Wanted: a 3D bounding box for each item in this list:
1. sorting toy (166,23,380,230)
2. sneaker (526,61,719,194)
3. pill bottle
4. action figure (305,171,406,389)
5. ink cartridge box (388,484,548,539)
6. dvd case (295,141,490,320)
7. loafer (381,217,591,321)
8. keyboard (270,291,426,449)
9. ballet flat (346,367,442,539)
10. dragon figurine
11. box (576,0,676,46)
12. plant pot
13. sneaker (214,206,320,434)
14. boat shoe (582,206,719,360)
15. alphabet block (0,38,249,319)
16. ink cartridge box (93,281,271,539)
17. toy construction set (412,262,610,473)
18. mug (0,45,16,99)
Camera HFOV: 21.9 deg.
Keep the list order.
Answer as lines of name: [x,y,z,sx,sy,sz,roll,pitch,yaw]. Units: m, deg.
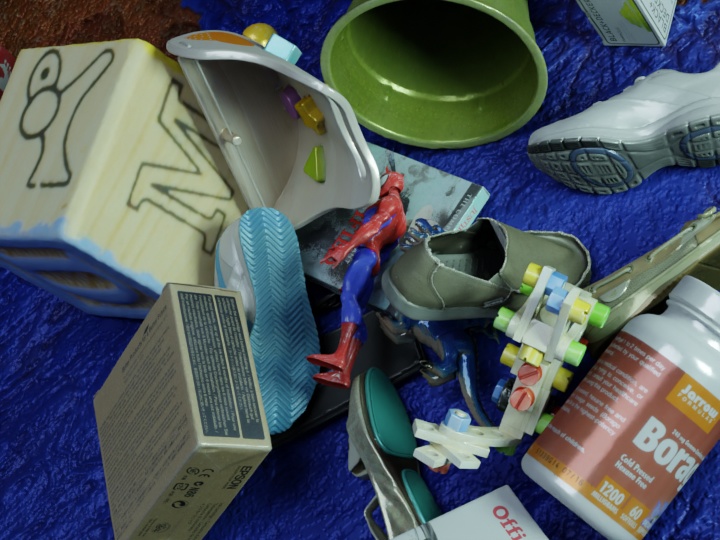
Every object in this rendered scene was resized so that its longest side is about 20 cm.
sorting toy: [-0.053,-0.126,1.633,0.107,0.200,0.180,-36,31,-20]
sneaker: [0.240,-0.124,1.590,0.200,0.075,0.087,-9,50,19]
pill bottle: [0.225,0.108,1.446,0.112,0.112,0.200,37,88,38]
action figure: [0.000,0.000,1.612,0.052,0.065,0.200,14,65,19]
ink cartridge box: [0.065,0.274,1.420,0.200,0.084,0.145,-23,51,-18]
dvd case: [0.002,-0.046,1.698,0.200,0.022,0.146,25,74,37]
loafer: [0.115,-0.002,1.526,0.075,0.200,0.070,62,142,28]
keyboard: [-0.041,0.081,1.675,0.200,0.021,0.127,-28,57,15]
ballet flat: [0.020,0.174,1.564,0.062,0.067,0.200,-37,54,23]
dragon figurine: [0.082,0.045,1.573,0.099,0.059,0.200,-39,68,-7]
box: [0.246,-0.310,1.640,0.060,0.117,0.200,6,69,30]
plant pot: [0.077,-0.245,1.680,0.200,0.200,0.190,-10,49,26]
sneaker: [-0.088,0.049,1.665,0.081,0.076,0.200,-29,62,60]
boat shoe: [0.256,-0.007,1.512,0.201,0.073,0.063,-41,57,16]
alphabet block: [-0.229,-0.081,1.736,0.195,0.196,0.200,4,68,43]
ink cartridge box: [-0.159,0.133,1.625,0.200,0.075,0.165,-53,41,46]
toy construction set: [0.127,0.084,1.471,0.092,0.131,0.200,38,110,7]
mug: [-0.456,-0.142,1.963,0.177,0.133,0.200,1,64,29]
